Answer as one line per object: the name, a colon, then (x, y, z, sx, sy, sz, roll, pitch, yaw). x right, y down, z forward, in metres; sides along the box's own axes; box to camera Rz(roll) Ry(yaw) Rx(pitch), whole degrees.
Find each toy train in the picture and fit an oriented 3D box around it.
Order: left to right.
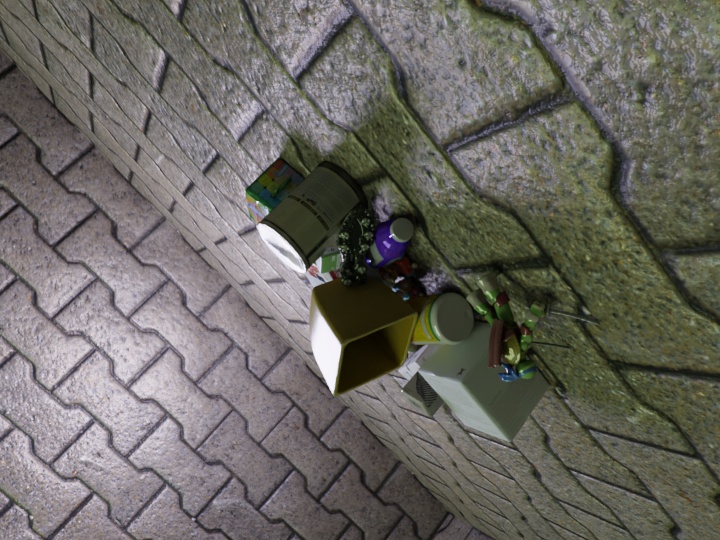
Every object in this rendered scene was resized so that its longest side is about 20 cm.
toy train: (0.095, 0.030, 1.440, 0.150, 0.056, 0.200, 22, 152, 48)

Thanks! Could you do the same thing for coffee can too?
coffee can: (-0.103, -0.115, 1.305, 0.146, 0.200, 0.147, 38, 160, 16)

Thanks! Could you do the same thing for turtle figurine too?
turtle figurine: (0.301, 0.091, 1.122, 0.194, 0.200, 0.144, 57, -170, 21)

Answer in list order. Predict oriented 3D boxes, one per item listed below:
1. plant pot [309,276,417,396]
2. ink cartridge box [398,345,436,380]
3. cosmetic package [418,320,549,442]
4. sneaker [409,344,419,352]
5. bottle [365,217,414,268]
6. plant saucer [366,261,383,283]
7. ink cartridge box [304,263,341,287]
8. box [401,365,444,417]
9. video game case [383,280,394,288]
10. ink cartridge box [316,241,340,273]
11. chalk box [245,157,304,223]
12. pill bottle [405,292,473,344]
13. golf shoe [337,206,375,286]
plant pot: (-0.019, 0.123, 1.367, 0.200, 0.195, 0.195, 50, 146, 34)
ink cartridge box: (0.208, 0.295, 1.737, 0.146, 0.084, 0.200, 42, 161, 2)
cosmetic package: (0.275, 0.240, 1.353, 0.200, 0.166, 0.167, 50, 160, -21)
sneaker: (0.068, 0.200, 1.770, 0.200, 0.090, 0.067, 35, 171, -2)
bottle: (0.059, -0.062, 1.282, 0.200, 0.065, 0.084, 139, 114, -71)
plant saucer: (0.000, 0.000, 1.473, 0.201, 0.050, 0.200, 62, 173, 14)
ink cartridge box: (-0.083, 0.009, 1.712, 0.175, 0.084, 0.200, 29, 157, 40)
box: (0.198, 0.254, 1.486, 0.082, 0.200, 0.068, 22, 152, 46)
video game case: (0.057, 0.078, 1.677, 0.182, 0.023, 0.200, 27, 155, 41)
ink cartridge box: (-0.085, -0.058, 1.474, 0.104, 0.059, 0.201, 104, 147, -69)
chalk box: (-0.196, -0.177, 1.484, 0.124, 0.125, 0.200, 40, 160, 9)
pill bottle: (0.154, 0.113, 1.378, 0.113, 0.113, 0.200, 49, 154, -16)
golf shoe: (-0.017, -0.060, 1.297, 0.088, 0.077, 0.201, -102, 16, -50)
